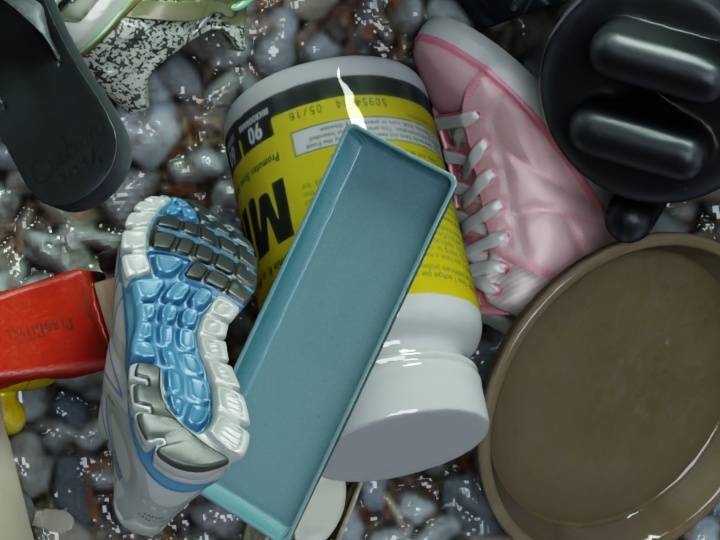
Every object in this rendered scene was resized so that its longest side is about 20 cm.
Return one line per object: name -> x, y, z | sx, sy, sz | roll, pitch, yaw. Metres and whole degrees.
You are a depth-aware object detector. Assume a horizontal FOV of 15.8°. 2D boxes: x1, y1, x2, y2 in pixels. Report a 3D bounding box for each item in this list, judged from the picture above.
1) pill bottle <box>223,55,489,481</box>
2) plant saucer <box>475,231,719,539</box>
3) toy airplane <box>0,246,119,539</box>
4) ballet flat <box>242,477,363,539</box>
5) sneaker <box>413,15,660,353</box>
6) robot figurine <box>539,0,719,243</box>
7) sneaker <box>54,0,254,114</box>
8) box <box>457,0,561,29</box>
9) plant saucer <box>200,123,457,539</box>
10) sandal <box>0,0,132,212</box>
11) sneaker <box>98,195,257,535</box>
pill bottle -> 0.000, 0.000, 1.349 | 0.114, 0.114, 0.200 | -7, 66, -13
plant saucer -> 0.145, 0.069, 1.427 | 0.200, 0.029, 0.200 | -12, 117, -25
toy airplane -> -0.205, 0.044, 1.325 | 0.199, 0.141, 0.200 | 41, 53, -29
ballet flat -> -0.009, 0.084, 1.411 | 0.067, 0.062, 0.200 | 16, 87, -13
sneaker -> 0.075, -0.037, 1.420 | 0.105, 0.075, 0.200 | -42, 104, -14
robot figurine -> 0.164, -0.106, 1.353 | 0.150, 0.200, 0.125 | -35, 95, 21
sneaker -> -0.081, -0.162, 1.392 | 0.200, 0.077, 0.089 | -41, 109, -2
box -> 0.084, -0.224, 1.354 | 0.107, 0.200, 0.148 | -43, 99, -13
plant saucer -> -0.018, 0.031, 1.274 | 0.070, 0.019, 0.200 | 29, 99, 27
sandal -> -0.185, -0.117, 1.327 | 0.076, 0.043, 0.200 | -45, 65, 10
sneaker -> -0.101, 0.046, 1.282 | 0.075, 0.200, 0.087 | 20, 130, -16
